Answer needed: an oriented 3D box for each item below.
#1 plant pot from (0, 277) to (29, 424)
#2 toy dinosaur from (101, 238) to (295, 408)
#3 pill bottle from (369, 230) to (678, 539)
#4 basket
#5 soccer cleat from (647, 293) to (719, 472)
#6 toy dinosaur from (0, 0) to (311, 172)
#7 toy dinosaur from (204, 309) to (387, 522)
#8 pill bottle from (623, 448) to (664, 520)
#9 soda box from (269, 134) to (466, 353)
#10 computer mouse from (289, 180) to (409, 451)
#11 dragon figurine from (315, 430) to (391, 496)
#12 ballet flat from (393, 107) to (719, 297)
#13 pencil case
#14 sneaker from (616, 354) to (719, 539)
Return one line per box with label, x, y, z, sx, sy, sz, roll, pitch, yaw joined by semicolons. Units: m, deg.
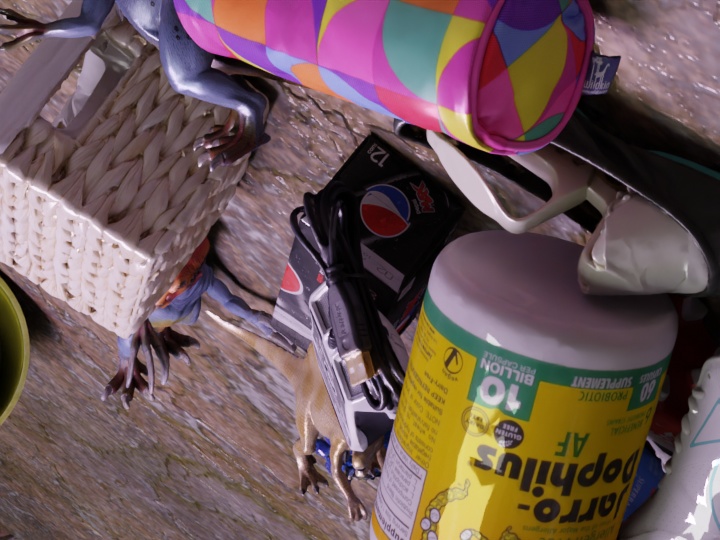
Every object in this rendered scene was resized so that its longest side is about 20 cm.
plant pot;-0.412;0.079;1.956;0.200;0.200;0.193;39;174;-2
toy dinosaur;-0.147;0.018;1.423;0.200;0.105;0.182;43;145;25
pill bottle;0.067;0.093;0.930;0.113;0.113;0.200;28;116;30
basket;-0.141;-0.059;1.174;0.123;0.136;0.200;35;161;-1
soccer cleat;0.166;0.076;1.000;0.200;0.069;0.085;37;147;-9
toy dinosaur;-0.098;-0.147;1.028;0.105;0.200;0.182;-76;-35;-71
toy dinosaur;-0.019;0.083;1.216;0.200;0.058;0.101;37;146;55
pill bottle;0.128;0.143;1.169;0.200;0.112;0.112;41;162;-8
soda box;0.000;0.000;1.150;0.071;0.063;0.200;37;161;6
computer mouse;0.002;0.036;1.040;0.200;0.044;0.110;88;161;-72
dragon figurine;0.064;0.135;1.286;0.200;0.099;0.059;38;162;3
ballet flat;0.098;-0.030;0.882;0.200;0.068;0.068;33;156;16
pencil case;0.010;-0.109;0.851;0.200;0.088;0.088;22;155;41
sneaker;0.175;0.072;0.912;0.080;0.070;0.200;50;128;3
